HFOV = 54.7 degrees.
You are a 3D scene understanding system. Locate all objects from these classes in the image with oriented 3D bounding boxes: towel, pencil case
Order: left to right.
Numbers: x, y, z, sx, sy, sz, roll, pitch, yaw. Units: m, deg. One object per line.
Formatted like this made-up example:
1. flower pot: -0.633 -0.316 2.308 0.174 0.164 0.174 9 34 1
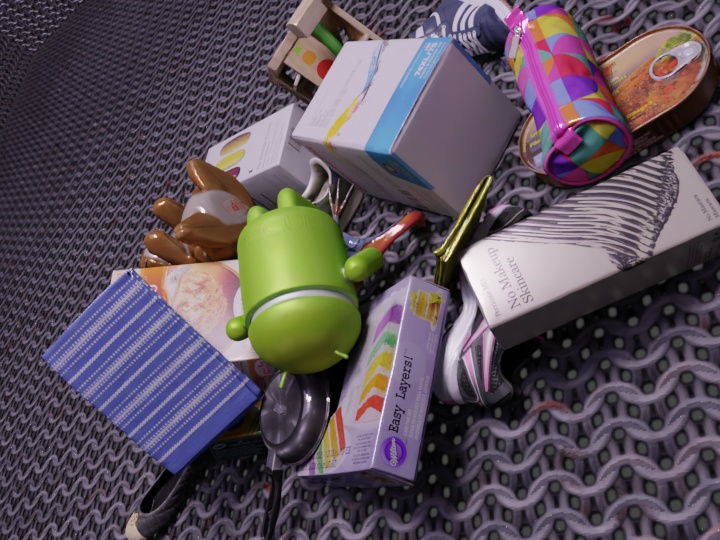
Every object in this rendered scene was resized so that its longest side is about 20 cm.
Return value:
1. towel: -0.221 0.113 0.750 0.145 0.200 0.024 -44 9 9
2. towel: 0.094 -0.028 0.675 0.018 0.200 0.086 27 83 9
3. pencil case: 0.194 -0.175 0.676 0.088 0.088 0.201 -33 44 27

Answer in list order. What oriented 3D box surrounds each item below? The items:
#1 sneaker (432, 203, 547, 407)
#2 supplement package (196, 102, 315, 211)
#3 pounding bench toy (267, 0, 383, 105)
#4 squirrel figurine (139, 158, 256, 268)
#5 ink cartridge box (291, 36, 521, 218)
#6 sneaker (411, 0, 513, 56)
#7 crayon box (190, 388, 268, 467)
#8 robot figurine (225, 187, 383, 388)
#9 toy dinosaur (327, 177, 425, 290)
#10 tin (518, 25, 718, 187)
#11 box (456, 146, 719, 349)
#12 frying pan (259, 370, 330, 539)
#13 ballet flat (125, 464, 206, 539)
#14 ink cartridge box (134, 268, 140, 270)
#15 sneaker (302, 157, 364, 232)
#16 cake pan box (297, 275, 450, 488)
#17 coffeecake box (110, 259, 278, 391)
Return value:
1. sneaker: 0.141 0.038 0.659 0.086 0.080 0.201 10 79 37
2. supplement package: -0.139 -0.142 1.038 0.200 0.109 0.114 -17 52 39
3. pounding bench toy: -0.027 -0.277 0.938 0.124 0.156 0.200 -56 8 1
4. squirrel figurine: -0.200 -0.022 0.951 0.187 0.199 0.142 -45 41 35
5. ink cartridge box: 0.050 -0.172 0.830 0.200 0.147 0.146 21 81 51
6. sneaker: 0.134 -0.294 0.888 0.108 0.070 0.200 -43 33 9
7. crayon box: -0.154 0.131 0.861 0.125 0.052 0.200 -10 48 -1
8. robot figurine: -0.065 0.016 0.717 0.175 0.116 0.201 -26 56 19
9. toy dinosaur: 0.000 0.000 0.823 0.181 0.105 0.201 -20 66 23
10. tin: 0.253 -0.161 0.697 0.200 0.042 0.112 -32 48 29
11. box: 0.189 -0.015 0.581 0.199 0.068 0.082 -27 62 9
12. frying pan: -0.091 0.180 0.747 0.190 0.031 0.115 -61 38 12
13. ballet flat: -0.248 0.268 0.906 0.200 0.057 0.066 -53 37 4
14. ink cartridge box: -0.268 0.114 0.964 0.084 0.146 0.200 -41 41 19
15. sneaker: -0.067 -0.057 0.917 0.067 0.090 0.201 5 68 47
16. cake pan box: 0.009 0.119 0.696 0.200 0.052 0.185 -35 36 62
17. coffeecake box: -0.198 0.070 0.832 0.199 0.073 0.154 -5 48 -2
